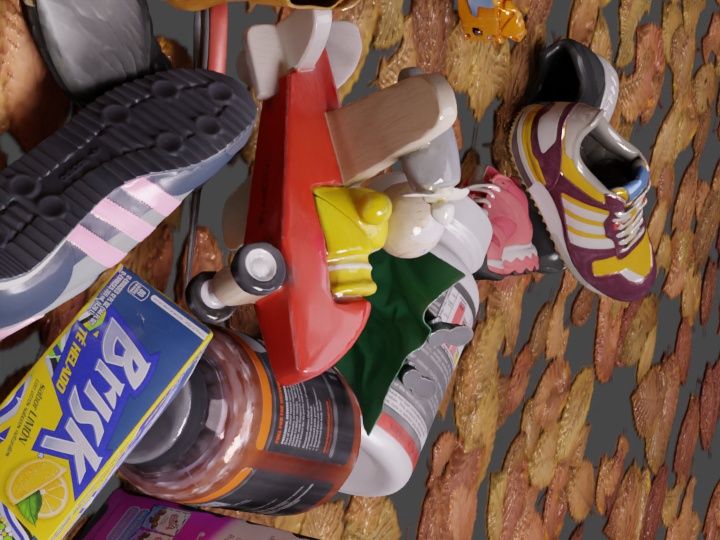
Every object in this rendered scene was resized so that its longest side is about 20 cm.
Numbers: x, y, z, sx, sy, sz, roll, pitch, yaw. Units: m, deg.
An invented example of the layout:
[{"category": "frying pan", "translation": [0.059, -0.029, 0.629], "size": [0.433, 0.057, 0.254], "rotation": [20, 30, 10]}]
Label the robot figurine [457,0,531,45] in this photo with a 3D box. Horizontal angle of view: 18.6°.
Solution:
[{"category": "robot figurine", "translation": [0.104, -0.277, 1.615], "size": [0.145, 0.058, 0.201], "rotation": [-53, 146, -46]}]

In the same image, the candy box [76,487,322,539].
[{"category": "candy box", "translation": [-0.083, 0.207, 1.242], "size": [0.136, 0.199, 0.061], "rotation": [-53, 145, -43]}]

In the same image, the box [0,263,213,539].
[{"category": "box", "translation": [-0.161, 0.095, 1.125], "size": [0.200, 0.064, 0.070], "rotation": [-53, 178, -30]}]

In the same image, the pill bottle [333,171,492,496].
[{"category": "pill bottle", "translation": [0.013, 0.040, 1.482], "size": [0.201, 0.115, 0.116], "rotation": [-65, 152, -27]}]

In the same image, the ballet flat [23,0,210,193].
[{"category": "ballet flat", "translation": [-0.137, -0.112, 1.192], "size": [0.066, 0.057, 0.200], "rotation": [-41, 139, -12]}]

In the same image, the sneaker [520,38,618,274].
[{"category": "sneaker", "translation": [0.156, -0.098, 1.808], "size": [0.085, 0.074, 0.201], "rotation": [35, 60, -56]}]

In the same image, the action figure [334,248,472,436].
[{"category": "action figure", "translation": [0.000, 0.000, 1.381], "size": [0.055, 0.200, 0.118], "rotation": [21, 112, -39]}]

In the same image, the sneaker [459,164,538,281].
[{"category": "sneaker", "translation": [0.083, -0.037, 1.682], "size": [0.200, 0.073, 0.087], "rotation": [-10, 99, -71]}]

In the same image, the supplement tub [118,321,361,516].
[{"category": "supplement tub", "translation": [-0.083, 0.087, 1.301], "size": [0.200, 0.107, 0.107], "rotation": [22, 80, -64]}]

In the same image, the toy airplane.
[{"category": "toy airplane", "translation": [-0.014, -0.053, 1.272], "size": [0.141, 0.200, 0.200], "rotation": [16, 112, -25]}]

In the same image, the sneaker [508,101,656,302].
[{"category": "sneaker", "translation": [0.196, -0.049, 1.736], "size": [0.200, 0.090, 0.075], "rotation": [52, 58, -31]}]

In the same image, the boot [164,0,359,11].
[{"category": "boot", "translation": [-0.045, -0.185, 1.227], "size": [0.201, 0.143, 0.071], "rotation": [-41, 137, -54]}]

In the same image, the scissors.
[{"category": "scissors", "translation": [-0.094, -0.068, 1.289], "size": [0.073, 0.014, 0.201], "rotation": [-129, -138, -68]}]

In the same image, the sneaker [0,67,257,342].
[{"category": "sneaker", "translation": [-0.138, -0.035, 1.156], "size": [0.200, 0.070, 0.082], "rotation": [-34, 156, -31]}]
